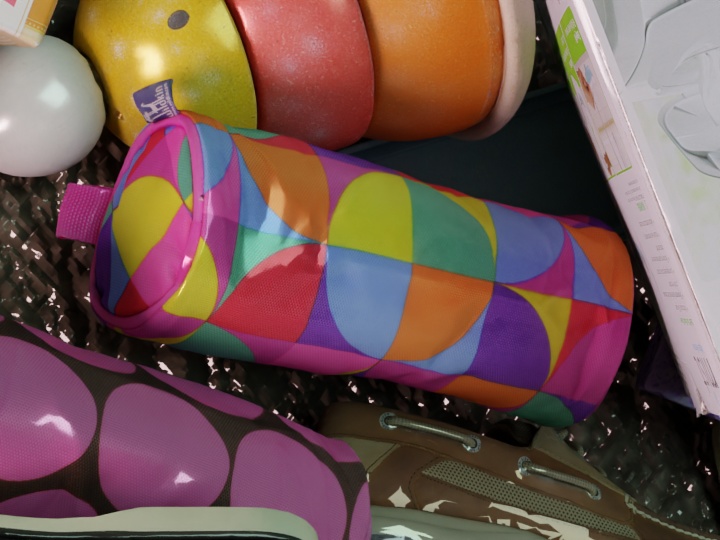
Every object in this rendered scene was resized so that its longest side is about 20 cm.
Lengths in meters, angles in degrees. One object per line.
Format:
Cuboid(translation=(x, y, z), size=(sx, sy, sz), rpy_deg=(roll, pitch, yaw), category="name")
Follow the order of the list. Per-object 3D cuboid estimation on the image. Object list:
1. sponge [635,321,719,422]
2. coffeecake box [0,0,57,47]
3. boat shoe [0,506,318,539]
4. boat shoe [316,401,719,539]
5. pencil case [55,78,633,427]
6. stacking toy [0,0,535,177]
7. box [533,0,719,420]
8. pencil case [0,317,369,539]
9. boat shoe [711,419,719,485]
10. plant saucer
Cuboid(translation=(0.217, 0.032, 1.048), size=(0.199, 0.030, 0.112), rpy_deg=(23, 90, 1), category="sponge")
Cuboid(translation=(-0.148, -0.195, 0.895), size=(0.153, 0.073, 0.201), rpy_deg=(23, 86, -25), category="coffeecake box")
Cuboid(translation=(-0.106, 0.115, 0.814), size=(0.200, 0.074, 0.063), rpy_deg=(-3, 45, -7), category="boat shoe")
Cuboid(translation=(0.065, 0.090, 1.008), size=(0.199, 0.076, 0.072), rpy_deg=(15, 65, -33), category="boat shoe")
Cuboid(translation=(0.000, 0.000, 0.944), size=(0.199, 0.088, 0.089), rpy_deg=(15, 67, -30), category="pencil case")
Cuboid(translation=(-0.050, -0.082, 0.962), size=(0.199, 0.146, 0.147), rpy_deg=(-27, 92, -22), category="stacking toy")
Cuboid(translation=(0.130, -0.046, 0.937), size=(0.096, 0.200, 0.177), rpy_deg=(-22, 88, 2), category="box")
Cuboid(translation=(-0.097, 0.071, 0.881), size=(0.199, 0.091, 0.094), rpy_deg=(22, 104, -28), category="pencil case")
Cuboid(translation=(0.185, 0.141, 1.077), size=(0.064, 0.071, 0.201), rpy_deg=(-23, 88, -35), category="boat shoe")
Cuboid(translation=(0.035, -0.024, 1.055), size=(0.199, 0.019, 0.070), rpy_deg=(-19, 87, -37), category="plant saucer")
